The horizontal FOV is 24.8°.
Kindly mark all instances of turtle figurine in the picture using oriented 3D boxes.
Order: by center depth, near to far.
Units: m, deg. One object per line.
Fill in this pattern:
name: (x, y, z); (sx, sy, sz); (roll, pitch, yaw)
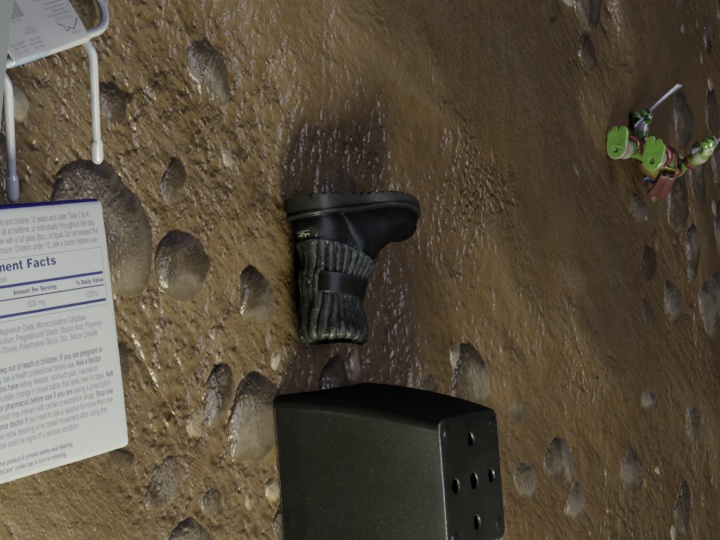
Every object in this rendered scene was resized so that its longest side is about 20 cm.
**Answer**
turtle figurine: (0.480, -0.216, 2.574); (0.193, 0.200, 0.145); (-4, 55, -56)

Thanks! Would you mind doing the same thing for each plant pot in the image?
plant pot: (0.041, 0.221, 1.704); (0.199, 0.176, 0.203); (-1, 88, -59)

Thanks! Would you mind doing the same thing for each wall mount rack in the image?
wall mount rack: (-0.266, -0.159, 1.295); (0.175, 0.074, 0.200); (57, 34, -2)

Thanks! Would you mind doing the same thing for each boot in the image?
boot: (-0.002, 0.001, 1.754); (0.210, 0.079, 0.160); (-3, 81, -50)

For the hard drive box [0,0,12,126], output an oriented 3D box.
hard drive box: (-0.325, -0.176, 1.151); (0.077, 0.154, 0.202); (23, 65, -56)

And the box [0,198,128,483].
box: (-0.281, 0.053, 1.241); (0.183, 0.104, 0.203); (-10, 94, -60)
